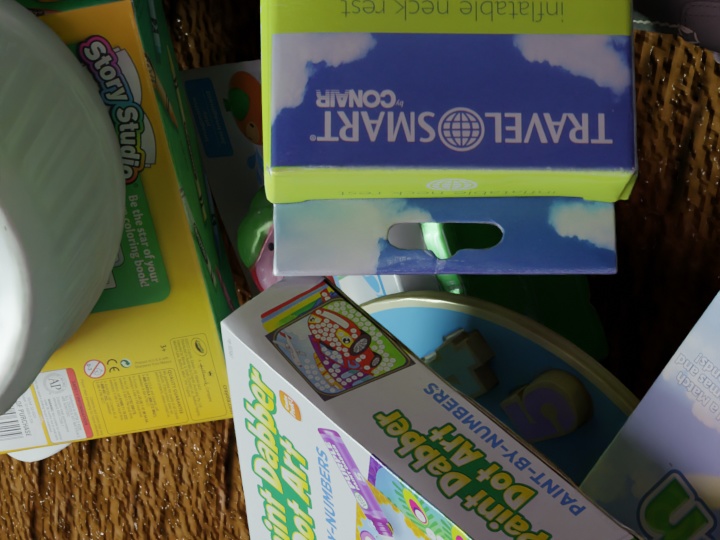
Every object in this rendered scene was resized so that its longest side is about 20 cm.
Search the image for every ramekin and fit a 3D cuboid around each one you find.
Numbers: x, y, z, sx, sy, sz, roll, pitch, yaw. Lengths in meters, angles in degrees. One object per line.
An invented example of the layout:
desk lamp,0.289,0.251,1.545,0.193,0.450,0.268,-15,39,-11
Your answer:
ramekin,-0.195,-0.016,0.914,0.202,0.094,0.203,1,119,2

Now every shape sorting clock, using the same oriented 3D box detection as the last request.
shape sorting clock,0.050,0.099,0.873,0.200,0.039,0.200,28,136,30

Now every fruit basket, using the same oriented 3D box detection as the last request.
fruit basket,0.000,0.000,0.968,0.200,0.094,0.185,-3,110,49

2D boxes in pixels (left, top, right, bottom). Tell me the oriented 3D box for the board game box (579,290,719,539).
board game box,0.163,0.062,0.733,0.151,0.037,0.200,43,113,26

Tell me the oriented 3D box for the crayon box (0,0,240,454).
crayon box,-0.125,-0.026,0.993,0.119,0.058,0.200,-9,118,7

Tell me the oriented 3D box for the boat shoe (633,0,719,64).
boat shoe,0.160,-0.083,0.776,0.200,0.067,0.057,-2,94,43

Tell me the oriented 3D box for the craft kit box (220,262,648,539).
craft kit box,0.037,0.124,0.804,0.197,0.048,0.200,41,151,35

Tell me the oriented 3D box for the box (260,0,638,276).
box,0.028,-0.100,0.788,0.048,0.122,0.200,95,175,-78

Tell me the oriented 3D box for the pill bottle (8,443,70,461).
pill bottle,-0.202,-0.005,1.095,0.200,0.113,0.113,41,147,-28
